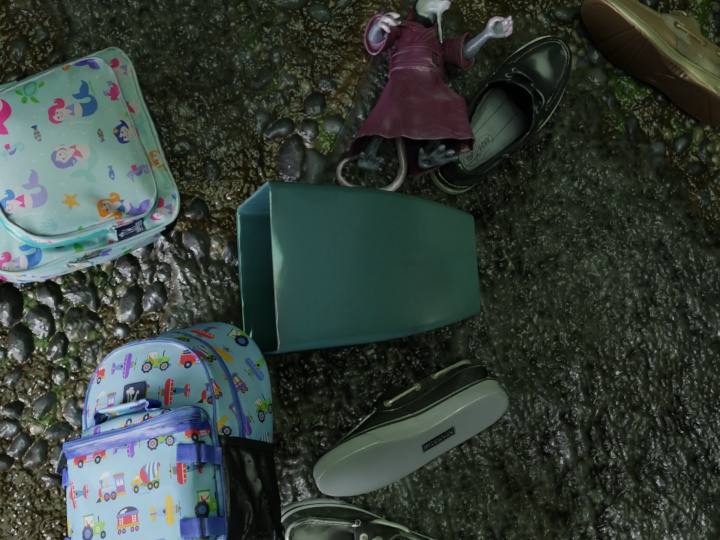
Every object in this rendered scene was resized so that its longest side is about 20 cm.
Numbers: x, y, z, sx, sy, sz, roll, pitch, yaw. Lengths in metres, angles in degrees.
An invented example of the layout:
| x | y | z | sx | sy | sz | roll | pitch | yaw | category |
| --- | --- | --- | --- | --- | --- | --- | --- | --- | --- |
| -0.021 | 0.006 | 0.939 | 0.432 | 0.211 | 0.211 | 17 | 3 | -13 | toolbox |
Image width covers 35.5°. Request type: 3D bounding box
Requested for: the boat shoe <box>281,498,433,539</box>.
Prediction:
| x | y | z | sx | sy | sz | roll | pitch | yaw | category |
| --- | --- | --- | --- | --- | --- | --- | --- | --- | --- |
| 0.015 | 0.255 | 1.018 | 0.197 | 0.064 | 0.072 | 16 | 81 | -8 | boat shoe |

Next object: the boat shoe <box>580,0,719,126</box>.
| x | y | z | sx | sy | sz | roll | pitch | yaw | category |
| --- | --- | --- | --- | --- | --- | --- | --- | --- | --- |
| 0.310 | -0.227 | 1.138 | 0.199 | 0.071 | 0.065 | 35 | 72 | -13 | boat shoe |

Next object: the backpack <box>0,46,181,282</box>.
| x | y | z | sx | sy | sz | roll | pitch | yaw | category |
| --- | --- | --- | --- | --- | --- | --- | --- | --- | --- |
| -0.268 | -0.085 | 0.975 | 0.197 | 0.151 | 0.180 | -20 | 89 | -7 | backpack |

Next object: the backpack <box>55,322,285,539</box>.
| x | y | z | sx | sy | sz | roll | pitch | yaw | category |
| --- | --- | --- | --- | --- | --- | --- | --- | --- | --- |
| -0.162 | 0.142 | 0.949 | 0.180 | 0.134 | 0.203 | -11 | 76 | 28 | backpack |

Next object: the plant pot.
| x | y | z | sx | sy | sz | roll | pitch | yaw | category |
| --- | --- | --- | --- | --- | --- | --- | --- | --- | --- |
| 0.000 | 0.000 | 1.019 | 0.197 | 0.141 | 0.144 | -3 | 84 | -18 | plant pot |

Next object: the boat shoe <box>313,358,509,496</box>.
| x | y | z | sx | sy | sz | roll | pitch | yaw | category |
| --- | --- | --- | --- | --- | --- | --- | --- | --- | --- |
| 0.040 | 0.144 | 1.046 | 0.198 | 0.071 | 0.064 | -23 | 48 | -17 | boat shoe |

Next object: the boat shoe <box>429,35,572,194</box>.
| x | y | z | sx | sy | sz | roll | pitch | yaw | category |
| --- | --- | --- | --- | --- | --- | --- | --- | --- | --- |
| 0.145 | -0.159 | 1.096 | 0.199 | 0.066 | 0.075 | -43 | 92 | -12 | boat shoe |

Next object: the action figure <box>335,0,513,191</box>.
| x | y | z | sx | sy | sz | roll | pitch | yaw | category |
| --- | --- | --- | --- | --- | --- | --- | --- | --- | --- |
| 0.059 | -0.182 | 1.078 | 0.132 | 0.149 | 0.203 | 12 | 62 | -14 | action figure |
